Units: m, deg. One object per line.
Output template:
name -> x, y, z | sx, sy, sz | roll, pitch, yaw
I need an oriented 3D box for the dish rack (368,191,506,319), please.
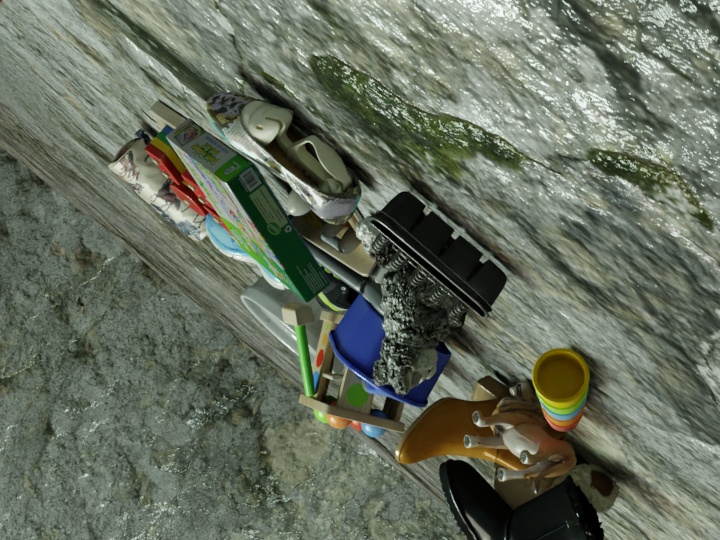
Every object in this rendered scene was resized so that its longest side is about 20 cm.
dish rack -> 0.074, -0.008, 1.367 | 0.153, 0.055, 0.200 | 41, 169, 1

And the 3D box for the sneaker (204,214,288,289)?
sneaker -> -0.157, -0.057, 1.960 | 0.200, 0.078, 0.090 | 31, 147, 29

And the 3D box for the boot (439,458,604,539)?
boot -> 0.208, 0.309, 1.662 | 0.199, 0.162, 0.073 | 65, -156, 7

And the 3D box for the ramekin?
ramekin -> -0.081, 0.066, 2.038 | 0.200, 0.105, 0.200 | 39, 168, 10

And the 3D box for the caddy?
caddy -> 0.032, 0.110, 1.692 | 0.141, 0.105, 0.200 | 29, -172, -12

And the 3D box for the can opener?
can opener -> 0.000, 0.000, 1.639 | 0.200, 0.053, 0.066 | 37, -173, 26

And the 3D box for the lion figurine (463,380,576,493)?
lion figurine -> 0.205, 0.206, 1.549 | 0.122, 0.073, 0.200 | 2, -154, -26

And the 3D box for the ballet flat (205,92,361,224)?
ballet flat -> -0.075, -0.135, 1.386 | 0.200, 0.072, 0.072 | 41, 169, 0

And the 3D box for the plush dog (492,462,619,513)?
plush dog -> 0.249, 0.295, 1.779 | 0.200, 0.161, 0.172 | 36, -169, 22

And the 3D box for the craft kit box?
craft kit box -> -0.138, -0.075, 1.588 | 0.200, 0.048, 0.197 | 58, 170, -33

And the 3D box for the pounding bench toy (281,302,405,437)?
pounding bench toy -> -0.034, 0.142, 1.851 | 0.199, 0.157, 0.124 | 16, 177, -20

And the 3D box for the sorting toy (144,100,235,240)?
sorting toy -> -0.208, -0.119, 1.837 | 0.200, 0.070, 0.199 | 34, 167, 29

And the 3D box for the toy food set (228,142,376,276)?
toy food set -> -0.069, -0.077, 1.559 | 0.143, 0.060, 0.200 | 33, 166, 34

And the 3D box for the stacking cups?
stacking cups -> 0.223, 0.144, 1.435 | 0.060, 0.061, 0.200 | 36, 169, 21

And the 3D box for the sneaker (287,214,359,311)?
sneaker -> -0.039, -0.010, 1.759 | 0.082, 0.072, 0.200 | 6, 152, 33

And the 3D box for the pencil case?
pencil case -> -0.295, -0.131, 2.045 | 0.200, 0.090, 0.078 | 41, 156, -10

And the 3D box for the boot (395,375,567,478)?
boot -> 0.157, 0.219, 1.643 | 0.144, 0.201, 0.071 | 38, 141, 30

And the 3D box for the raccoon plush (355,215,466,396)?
raccoon plush -> 0.029, 0.050, 1.525 | 0.200, 0.134, 0.097 | 43, 170, -11
